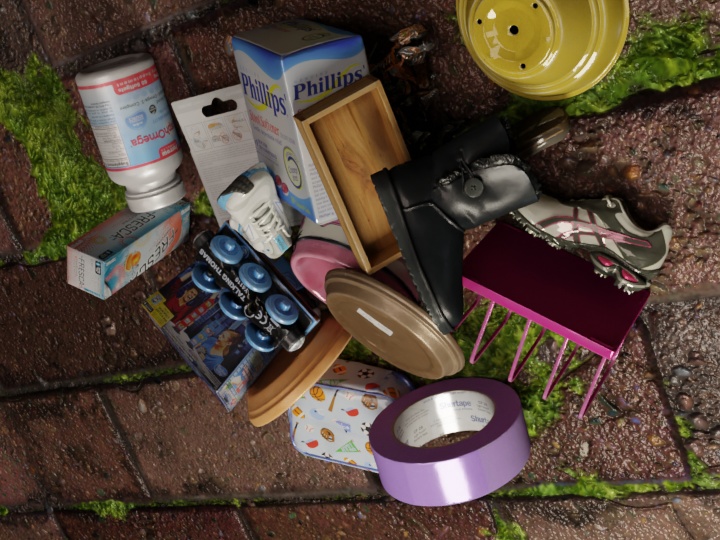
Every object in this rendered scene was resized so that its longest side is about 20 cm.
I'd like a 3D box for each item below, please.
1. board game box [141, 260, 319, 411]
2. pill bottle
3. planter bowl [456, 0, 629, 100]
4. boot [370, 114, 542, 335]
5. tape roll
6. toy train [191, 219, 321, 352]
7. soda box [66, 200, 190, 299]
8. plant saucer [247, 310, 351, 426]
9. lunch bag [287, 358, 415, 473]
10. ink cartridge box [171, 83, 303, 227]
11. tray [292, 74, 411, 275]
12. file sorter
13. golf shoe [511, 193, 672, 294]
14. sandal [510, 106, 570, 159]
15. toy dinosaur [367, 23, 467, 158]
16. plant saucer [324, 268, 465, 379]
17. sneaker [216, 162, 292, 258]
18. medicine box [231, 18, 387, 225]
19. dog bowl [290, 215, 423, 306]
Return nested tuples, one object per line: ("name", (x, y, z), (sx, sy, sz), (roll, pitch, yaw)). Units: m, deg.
("board game box", (-0.168, 0.058, 1.514), (0.200, 0.200, 0.062), (43, 164, 33))
("pill bottle", (-0.307, -0.187, 1.489), (0.108, 0.109, 0.201), (-1, 116, 33))
("planter bowl", (0.176, -0.264, 1.152), (0.199, 0.083, 0.202), (15, 123, 24))
("boot", (0.121, -0.050, 1.177), (0.167, 0.076, 0.201), (-22, 93, 6))
("tape roll", (0.113, 0.215, 1.389), (0.199, 0.200, 0.066), (-3, 114, 34))
("toy train", (-0.131, 0.018, 1.422), (0.200, 0.114, 0.087), (46, 125, 10))
("soda box", (-0.321, -0.040, 1.521), (0.068, 0.200, 0.064), (21, 126, 19))
("plant saucer", (-0.085, 0.123, 1.462), (0.037, 0.200, 0.200), (44, 131, -10))
("lunch bag", (-0.015, 0.210, 1.553), (0.199, 0.076, 0.161), (10, 123, 27))
("ink cartridge box", (-0.147, -0.150, 1.450), (0.162, 0.057, 0.201), (-7, 108, 35))
("tray", (0.009, -0.105, 1.216), (0.037, 0.098, 0.201), (40, 157, 61))
("file sorter", (0.210, 0.060, 1.281), (0.199, 0.139, 0.126), (27, 129, 17))
("golf shoe", (0.257, -0.057, 1.240), (0.199, 0.077, 0.088), (31, 108, 11))
("sandal", (0.162, -0.126, 1.258), (0.199, 0.082, 0.055), (-24, 121, 32))
("toy dinosaur", (0.045, -0.192, 1.292), (0.136, 0.102, 0.200), (48, 154, 18))
("plant saucer", (0.034, 0.069, 1.308), (0.199, 0.030, 0.200), (32, 161, 12))
("sneaker", (-0.116, -0.065, 1.321), (0.087, 0.075, 0.200), (50, 174, 11))
("medicine box", (-0.060, -0.181, 1.283), (0.182, 0.102, 0.201), (36, 143, 60))
("dog bowl", (0.000, 0.000, 1.362), (0.199, 0.074, 0.200), (26, 158, 11))
